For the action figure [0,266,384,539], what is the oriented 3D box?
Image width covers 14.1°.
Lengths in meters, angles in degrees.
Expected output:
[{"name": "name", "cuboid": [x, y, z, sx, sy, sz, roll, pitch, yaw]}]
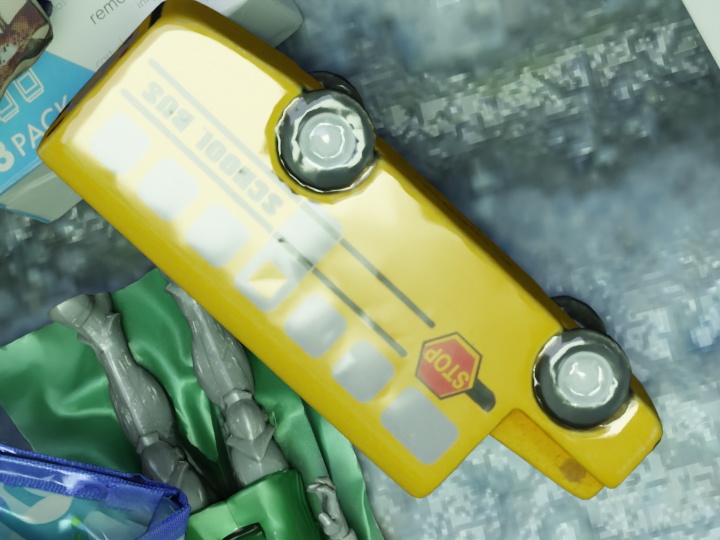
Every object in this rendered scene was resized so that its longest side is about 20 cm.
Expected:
[{"name": "action figure", "cuboid": [-0.033, 0.091, 0.940, 0.118, 0.055, 0.201, -28, 84, 8]}]

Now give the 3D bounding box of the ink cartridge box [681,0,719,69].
[{"name": "ink cartridge box", "cuboid": [0.168, -0.072, 0.868, 0.116, 0.067, 0.201, -28, 108, 11]}]

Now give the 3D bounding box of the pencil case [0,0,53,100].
[{"name": "pencil case", "cuboid": [-0.175, -0.022, 0.882, 0.078, 0.089, 0.201, 36, 83, -14]}]

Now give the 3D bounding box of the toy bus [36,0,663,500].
[{"name": "toy bus", "cuboid": [0.000, 0.000, 0.896, 0.200, 0.065, 0.078, 43, 95, -9]}]

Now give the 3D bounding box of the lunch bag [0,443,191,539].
[{"name": "lunch bag", "cuboid": [-0.154, 0.136, 0.837, 0.127, 0.199, 0.171, 46, 126, 49]}]

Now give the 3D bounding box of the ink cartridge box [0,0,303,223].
[{"name": "ink cartridge box", "cuboid": [-0.124, -0.131, 0.970, 0.115, 0.068, 0.201, -37, 78, 8]}]
